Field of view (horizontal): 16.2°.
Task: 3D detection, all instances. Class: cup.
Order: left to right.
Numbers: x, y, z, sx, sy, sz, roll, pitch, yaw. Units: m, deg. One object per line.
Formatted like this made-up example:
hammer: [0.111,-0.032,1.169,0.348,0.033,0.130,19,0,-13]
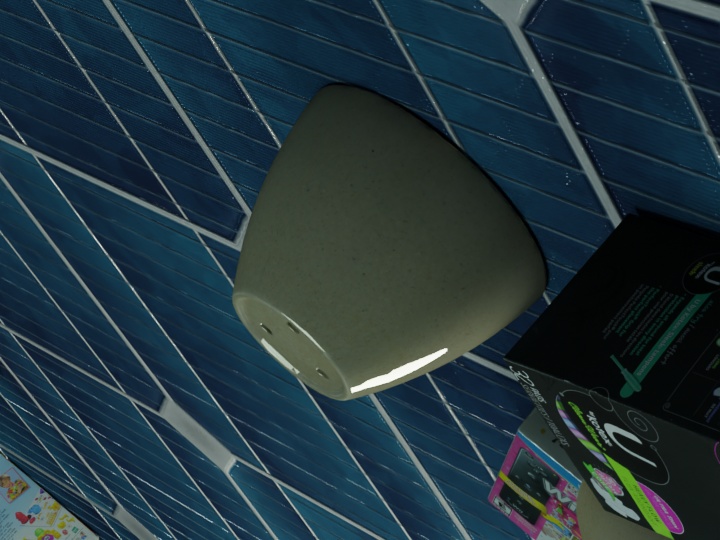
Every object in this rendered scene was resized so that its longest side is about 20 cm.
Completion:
cup: [0.000,0.000,1.653,0.200,0.143,0.200,38,163,14]

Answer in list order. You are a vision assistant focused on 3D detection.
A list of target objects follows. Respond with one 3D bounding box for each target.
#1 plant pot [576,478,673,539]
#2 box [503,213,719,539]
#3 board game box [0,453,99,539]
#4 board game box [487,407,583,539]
plant pot: [0.223,0.179,1.586,0.187,0.187,0.200,53,173,-32]
box: [0.210,0.077,1.411,0.200,0.124,0.149,20,153,49]
board game box: [-0.484,0.372,3.668,0.200,0.105,0.103,39,163,11]
board game box: [0.173,0.163,1.804,0.148,0.064,0.200,39,162,10]
